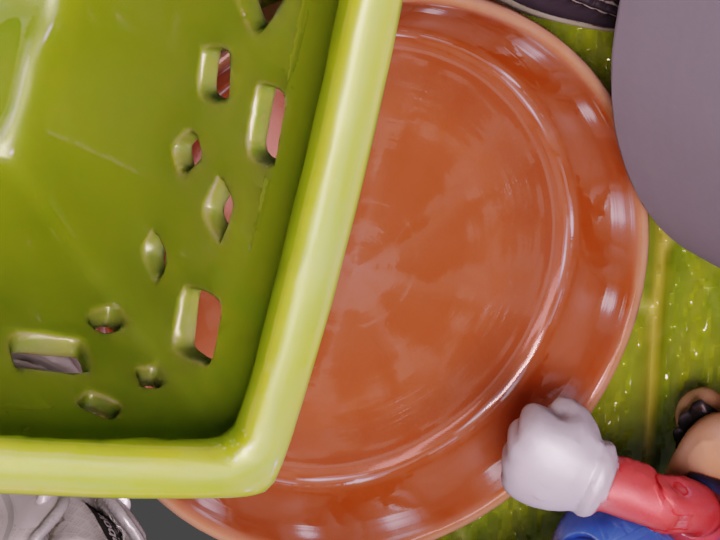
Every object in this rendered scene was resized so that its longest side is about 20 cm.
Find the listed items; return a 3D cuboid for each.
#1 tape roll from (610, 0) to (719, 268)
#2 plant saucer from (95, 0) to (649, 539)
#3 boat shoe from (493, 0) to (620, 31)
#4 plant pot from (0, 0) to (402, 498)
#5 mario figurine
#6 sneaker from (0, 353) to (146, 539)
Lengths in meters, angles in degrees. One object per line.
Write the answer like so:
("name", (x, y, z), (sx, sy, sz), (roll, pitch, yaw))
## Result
("tape roll", (0.178, -0.081, 0.965), (0.200, 0.066, 0.200), (-20, 124, -32))
("plant saucer", (0.000, 0.000, 0.968), (0.200, 0.032, 0.200), (-8, 113, -20))
("boat shoe", (0.045, -0.124, 0.918), (0.200, 0.065, 0.072), (28, 96, -30))
("plant pot", (-0.120, -0.066, 0.803), (0.200, 0.181, 0.199), (6, 108, -25))
("mario figurine", (0.096, 0.086, 1.016), (0.200, 0.123, 0.106), (-27, 86, -14))
("sneaker", (-0.096, 0.071, 0.870), (0.075, 0.200, 0.081), (5, 146, -29))
